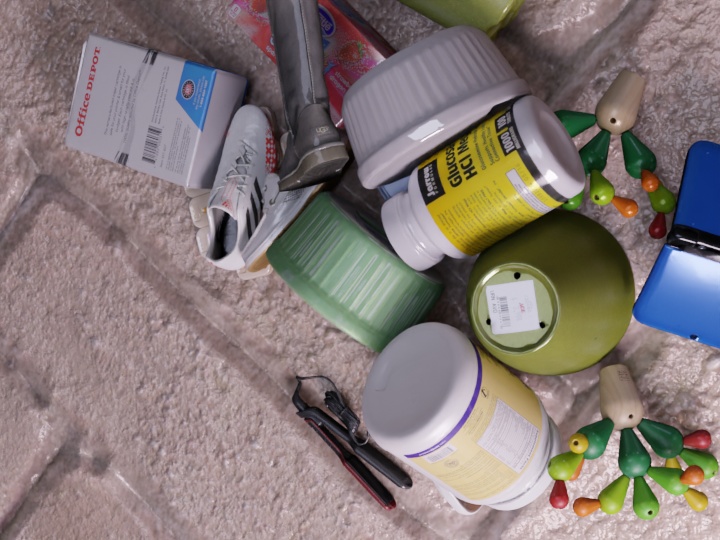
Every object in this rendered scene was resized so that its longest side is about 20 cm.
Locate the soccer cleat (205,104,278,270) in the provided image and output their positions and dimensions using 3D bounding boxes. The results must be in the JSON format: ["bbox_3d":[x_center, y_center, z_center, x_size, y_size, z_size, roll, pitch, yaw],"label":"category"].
[{"bbox_3d":[-0.148,-0.099,1.379,0.068,0.085,0.203,13,98,20],"label":"soccer cleat"}]

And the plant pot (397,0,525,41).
[{"bbox_3d":[0.103,-0.346,1.240,0.184,0.200,0.201,38,106,2],"label":"plant pot"}]

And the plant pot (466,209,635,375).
[{"bbox_3d":[0.185,0.032,1.214,0.185,0.200,0.190,2,95,21],"label":"plant pot"}]

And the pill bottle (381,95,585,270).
[{"bbox_3d":[0.123,-0.083,1.186,0.199,0.112,0.113,-32,82,26],"label":"pill bottle"}]

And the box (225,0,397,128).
[{"bbox_3d":[-0.046,-0.269,1.338,0.200,0.095,0.103,47,107,12],"label":"box"}]

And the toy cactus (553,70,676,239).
[{"bbox_3d":[0.264,-0.133,1.242,0.198,0.102,0.166,26,82,18],"label":"toy cactus"}]

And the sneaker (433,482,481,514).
[{"bbox_3d":[0.082,0.193,1.348,0.084,0.072,0.202,-21,95,55],"label":"sneaker"}]

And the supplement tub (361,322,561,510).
[{"bbox_3d":[0.112,0.161,1.225,0.145,0.200,0.147,-27,43,29],"label":"supplement tub"}]

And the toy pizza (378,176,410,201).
[{"bbox_3d":[0.105,-0.146,1.307,0.197,0.032,0.203,1,98,5],"label":"toy pizza"}]

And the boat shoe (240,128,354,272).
[{"bbox_3d":[-0.086,-0.090,1.369,0.069,0.071,0.201,39,92,10],"label":"boat shoe"}]

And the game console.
[{"bbox_3d":[0.406,-0.014,1.196,0.198,0.119,0.172,18,69,0],"label":"game console"}]

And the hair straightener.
[{"bbox_3d":[-0.008,0.193,1.392,0.200,0.041,0.077,46,108,17],"label":"hair straightener"}]

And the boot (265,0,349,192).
[{"bbox_3d":[-0.070,-0.199,1.254,0.072,0.182,0.202,-16,85,-23],"label":"boot"}]

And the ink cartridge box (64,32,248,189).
[{"bbox_3d":[-0.255,-0.198,1.423,0.198,0.084,0.148,20,100,25],"label":"ink cartridge box"}]

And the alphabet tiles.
[{"bbox_3d":[-0.132,-0.095,1.427,0.193,0.015,0.203,-14,88,21],"label":"alphabet tiles"}]

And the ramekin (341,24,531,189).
[{"bbox_3d":[0.071,-0.174,1.195,0.201,0.202,0.095,-29,85,20],"label":"ramekin"}]

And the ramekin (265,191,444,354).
[{"bbox_3d":[0.000,0.000,1.290,0.200,0.200,0.098,40,99,14],"label":"ramekin"}]

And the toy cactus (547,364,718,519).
[{"bbox_3d":[0.286,0.180,1.222,0.197,0.103,0.167,-5,63,-6],"label":"toy cactus"}]
